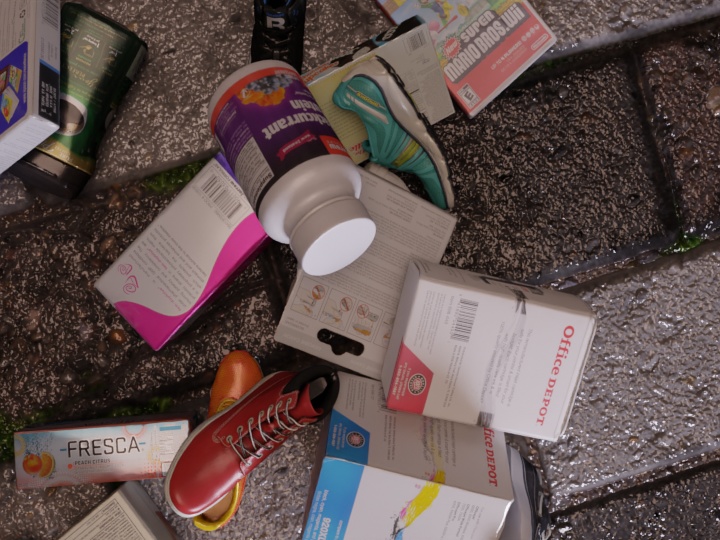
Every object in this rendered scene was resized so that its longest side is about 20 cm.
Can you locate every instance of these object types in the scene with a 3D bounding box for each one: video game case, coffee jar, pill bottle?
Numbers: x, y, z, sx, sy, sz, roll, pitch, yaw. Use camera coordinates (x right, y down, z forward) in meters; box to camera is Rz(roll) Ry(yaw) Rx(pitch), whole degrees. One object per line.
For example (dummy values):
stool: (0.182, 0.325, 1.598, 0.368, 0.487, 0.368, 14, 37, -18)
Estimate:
video game case: (0.121, -0.306, 1.031, 0.142, 0.017, 0.201, -40, 91, -2)
coffee jar: (-0.324, -0.187, 0.972, 0.103, 0.085, 0.204, 25, 87, -13)
pill bottle: (-0.066, -0.100, 0.857, 0.110, 0.112, 0.202, -30, 66, -3)

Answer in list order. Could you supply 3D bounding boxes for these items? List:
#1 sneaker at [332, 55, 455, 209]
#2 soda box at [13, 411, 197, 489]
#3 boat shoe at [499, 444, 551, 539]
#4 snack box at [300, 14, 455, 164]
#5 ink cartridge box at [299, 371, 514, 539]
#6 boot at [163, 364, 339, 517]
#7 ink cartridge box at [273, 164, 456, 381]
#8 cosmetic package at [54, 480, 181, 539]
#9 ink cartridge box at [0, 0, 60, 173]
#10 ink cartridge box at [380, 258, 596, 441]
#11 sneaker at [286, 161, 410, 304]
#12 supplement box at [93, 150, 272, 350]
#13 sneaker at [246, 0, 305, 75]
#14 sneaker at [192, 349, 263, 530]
sneaker: (0.043, -0.145, 0.970, 0.079, 0.078, 0.201, -32, 118, 14)
soda box: (-0.282, 0.201, 0.976, 0.195, 0.068, 0.065, -3, 89, -3)
boat shoe: (0.177, 0.275, 0.942, 0.067, 0.201, 0.072, 30, 113, -8)
snack box: (0.002, -0.190, 0.986, 0.197, 0.037, 0.118, -28, 124, -4)
ink cartridge box: (0.047, 0.230, 0.931, 0.195, 0.148, 0.147, 14, 117, -3)
boot: (-0.110, 0.171, 0.890, 0.200, 0.143, 0.073, -44, 102, -30)
ink cartridge box: (0.000, 0.000, 0.952, 0.160, 0.057, 0.204, 23, 94, -28)
cosmetic package: (-0.240, 0.346, 0.966, 0.103, 0.087, 0.202, -36, 90, -4)
ink cartridge box: (-0.401, -0.194, 0.936, 0.197, 0.043, 0.202, -25, 60, 26)
ink cartridge box: (0.133, 0.084, 0.922, 0.195, 0.085, 0.149, 13, 104, -7)
sneaker: (-0.006, -0.022, 0.997, 0.088, 0.075, 0.202, 35, 86, -13)
supplement box: (-0.181, -0.022, 0.957, 0.200, 0.103, 0.101, -44, 91, 4)
sneaker: (-0.099, -0.250, 0.972, 0.071, 0.112, 0.206, 4, 89, -2)
sneaker: (-0.146, 0.193, 0.980, 0.071, 0.077, 0.205, 7, 87, -1)
